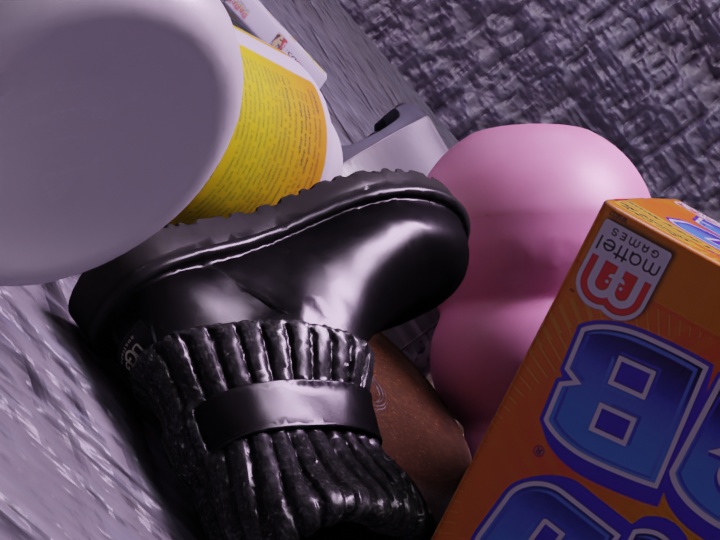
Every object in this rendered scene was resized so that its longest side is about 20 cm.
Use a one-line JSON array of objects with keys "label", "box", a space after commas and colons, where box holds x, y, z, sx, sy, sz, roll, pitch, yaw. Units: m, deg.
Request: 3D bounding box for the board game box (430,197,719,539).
[{"label": "board game box", "box": [0.159, 0.103, 0.999, 0.199, 0.201, 0.200, 29, 9, 13]}]

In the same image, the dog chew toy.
[{"label": "dog chew toy", "box": [0.087, 0.032, 1.183, 0.124, 0.124, 0.201, 30, 59, -71]}]

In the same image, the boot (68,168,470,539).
[{"label": "boot", "box": [-0.005, 0.048, 0.990, 0.210, 0.080, 0.158, -16, 56, -37]}]

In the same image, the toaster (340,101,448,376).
[{"label": "toaster", "box": [0.000, 0.000, 1.281, 0.129, 0.113, 0.200, 54, 29, 1]}]

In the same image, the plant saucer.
[{"label": "plant saucer", "box": [-0.014, 0.060, 1.103, 0.200, 0.037, 0.201, 38, 19, -15]}]

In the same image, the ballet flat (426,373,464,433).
[{"label": "ballet flat", "box": [0.091, 0.065, 1.361, 0.046, 0.200, 0.068, 16, -51, 46]}]

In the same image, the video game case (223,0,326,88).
[{"label": "video game case", "box": [-0.133, -0.202, 1.600, 0.200, 0.023, 0.182, 29, -12, 45]}]

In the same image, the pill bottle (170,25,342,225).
[{"label": "pill bottle", "box": [-0.084, -0.065, 1.105, 0.109, 0.109, 0.200, 55, 15, 22]}]

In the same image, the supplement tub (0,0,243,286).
[{"label": "supplement tub", "box": [-0.143, -0.109, 0.884, 0.145, 0.144, 0.200, 42, 12, -53]}]
